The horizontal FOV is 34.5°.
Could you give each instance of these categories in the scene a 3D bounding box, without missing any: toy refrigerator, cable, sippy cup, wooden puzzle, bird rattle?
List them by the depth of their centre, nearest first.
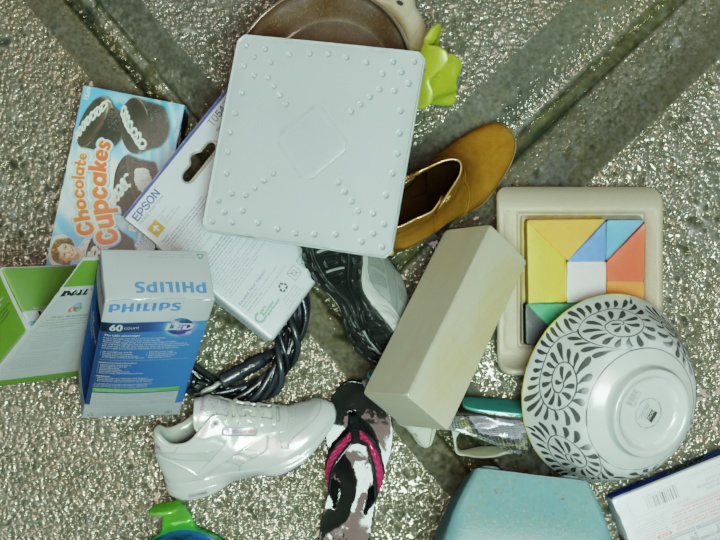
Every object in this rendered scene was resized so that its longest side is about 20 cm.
[{"bbox_3d":[0.089,0.058,1.176,0.070,0.075,0.202,40,65,-27],"label":"toy refrigerator"},{"bbox_3d":[-0.187,0.339,1.182,0.139,0.130,0.178,-42,87,-2],"label":"sippy cup"},{"bbox_3d":[0.236,0.010,1.239,0.181,0.037,0.204,0,86,-4],"label":"wooden puzzle"},{"bbox_3d":[-0.133,0.046,1.241,0.161,0.051,0.203,24,86,2],"label":"cable"},{"bbox_3d":[0.008,-0.222,1.253,0.197,0.113,0.166,-12,74,13],"label":"bird rattle"}]

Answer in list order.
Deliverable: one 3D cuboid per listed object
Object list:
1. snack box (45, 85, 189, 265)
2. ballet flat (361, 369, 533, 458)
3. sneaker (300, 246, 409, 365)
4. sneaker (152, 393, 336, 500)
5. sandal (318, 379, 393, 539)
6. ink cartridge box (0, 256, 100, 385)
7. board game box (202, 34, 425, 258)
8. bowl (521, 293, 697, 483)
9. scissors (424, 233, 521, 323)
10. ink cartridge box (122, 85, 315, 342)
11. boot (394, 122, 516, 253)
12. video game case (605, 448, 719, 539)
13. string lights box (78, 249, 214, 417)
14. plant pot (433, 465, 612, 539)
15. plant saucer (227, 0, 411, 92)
[{"bbox_3d":[-0.263,-0.089,1.258,0.114,0.037,0.204,11,87,2],"label":"snack box"},{"bbox_3d":[0.093,0.160,1.225,0.197,0.072,0.073,12,86,3],"label":"ballet flat"},{"bbox_3d":[0.000,0.000,1.205,0.073,0.080,0.202,-8,119,33],"label":"sneaker"},{"bbox_3d":[-0.122,0.169,1.207,0.197,0.075,0.101,-20,115,-1],"label":"sneaker"},{"bbox_3d":[-0.007,0.219,1.230,0.074,0.045,0.204,6,86,1],"label":"sandal"},{"bbox_3d":[-0.285,0.023,1.153,0.200,0.147,0.076,-46,66,28],"label":"ink cartridge box"},{"bbox_3d":[-0.044,-0.123,1.140,0.197,0.026,0.204,8,84,17],"label":"board game box"},{"bbox_3d":[0.272,0.132,1.173,0.197,0.094,0.205,-3,100,-19],"label":"bowl"},{"bbox_3d":[0.101,-0.020,1.262,0.073,0.014,0.202,-32,85,-1],"label":"scissors"},{"bbox_3d":[-0.114,-0.063,1.218,0.199,0.043,0.197,39,74,-5],"label":"ink cartridge box"},{"bbox_3d":[0.098,-0.095,1.195,0.201,0.144,0.071,-43,85,-10],"label":"boot"},{"bbox_3d":[0.383,0.289,1.219,0.197,0.045,0.184,-21,85,0],"label":"video game case"},{"bbox_3d":[-0.210,0.065,1.114,0.101,0.201,0.060,1,52,-21],"label":"string lights box"},{"bbox_3d":[0.155,0.304,1.157,0.192,0.197,0.204,6,77,1],"label":"plant pot"},{"bbox_3d":[-0.038,-0.186,1.180,0.197,0.037,0.204,-2,81,14],"label":"plant saucer"}]
